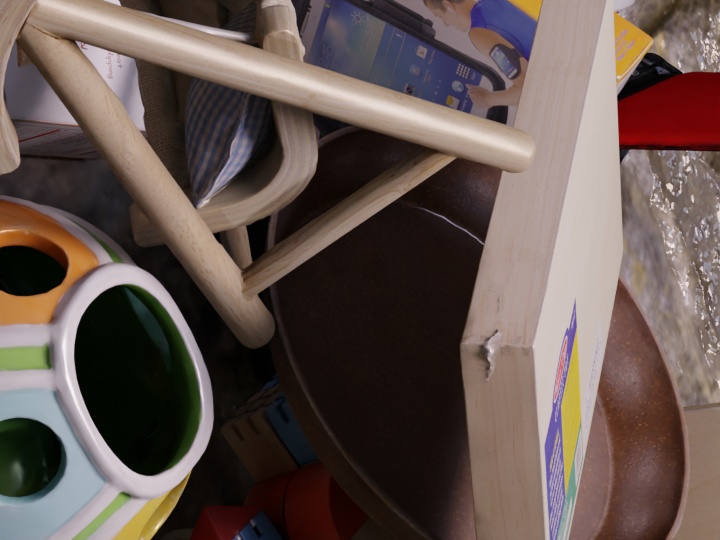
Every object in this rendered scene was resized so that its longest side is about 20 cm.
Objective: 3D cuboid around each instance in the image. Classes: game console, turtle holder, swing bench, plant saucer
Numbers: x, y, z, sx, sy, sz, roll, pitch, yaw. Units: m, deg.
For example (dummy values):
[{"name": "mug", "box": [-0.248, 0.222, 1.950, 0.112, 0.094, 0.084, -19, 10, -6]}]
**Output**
[{"name": "game console", "box": [0.131, -0.030, 1.275, 0.172, 0.119, 0.200, -62, 165, 21]}, {"name": "turtle holder", "box": [-0.120, 0.064, 0.987, 0.141, 0.132, 0.186, -13, 93, -55]}, {"name": "swing bench", "box": [-0.067, -0.117, 0.957, 0.200, 0.130, 0.199, 33, 33, -41]}, {"name": "plant saucer", "box": [0.038, 0.037, 1.066, 0.200, 0.034, 0.200, 26, 45, -29]}]

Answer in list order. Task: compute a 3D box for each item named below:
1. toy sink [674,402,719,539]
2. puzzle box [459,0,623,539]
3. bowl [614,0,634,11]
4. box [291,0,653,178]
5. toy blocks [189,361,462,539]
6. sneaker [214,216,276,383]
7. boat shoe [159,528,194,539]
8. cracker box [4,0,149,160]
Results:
[{"name": "toy sink", "box": [0.174, 0.119, 1.380, 0.200, 0.130, 0.112, 4, 79, -53]}, {"name": "puzzle box", "box": [0.066, 0.007, 1.001, 0.200, 0.025, 0.133, -74, 163, -47]}, {"name": "bowl", "box": [0.062, -0.147, 1.226, 0.201, 0.201, 0.090, -23, 102, -53]}, {"name": "box", "box": [0.005, -0.103, 1.150, 0.200, 0.119, 0.041, 35, 42, 4]}, {"name": "toy blocks", "box": [0.007, 0.087, 1.084, 0.137, 0.100, 0.200, 57, 46, -12]}, {"name": "sneaker", "box": [-0.002, 0.001, 1.186, 0.060, 0.104, 0.200, -44, 118, -48]}, {"name": "boat shoe", "box": [-0.053, 0.200, 1.098, 0.068, 0.072, 0.200, -17, 98, -58]}, {"name": "cracker box", "box": [-0.149, -0.115, 1.050, 0.200, 0.058, 0.134, 1, 79, -54]}]
